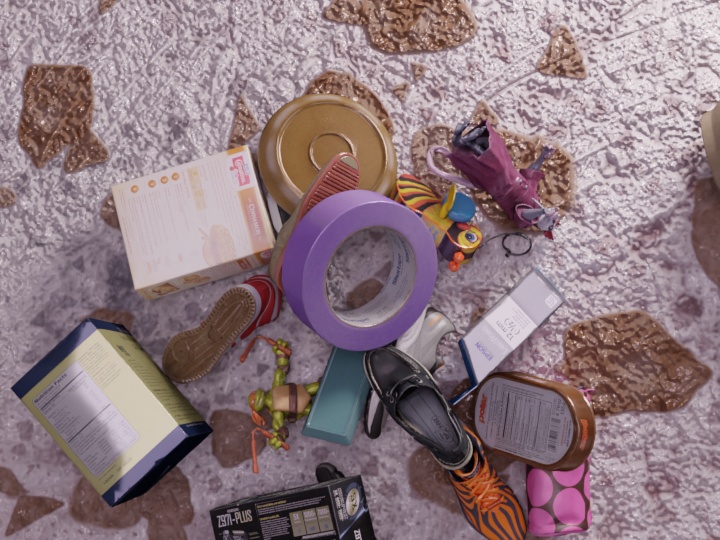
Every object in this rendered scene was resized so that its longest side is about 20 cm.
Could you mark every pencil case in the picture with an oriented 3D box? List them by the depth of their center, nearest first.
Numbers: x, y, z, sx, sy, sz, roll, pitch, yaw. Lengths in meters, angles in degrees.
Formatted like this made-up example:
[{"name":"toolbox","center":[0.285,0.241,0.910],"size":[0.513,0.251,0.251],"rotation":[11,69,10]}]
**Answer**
[{"name":"pencil case","center":[0.268,0.253,1.648],"size":[0.093,0.091,0.202],"rotation":[2,86,-14]}]

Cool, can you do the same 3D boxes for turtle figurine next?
[{"name":"turtle figurine","center":[-0.086,0.186,1.676],"size":[0.160,0.065,0.201],"rotation":[1,58,-4]}]

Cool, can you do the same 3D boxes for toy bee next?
[{"name":"toy bee","center":[0.123,-0.056,1.662],"size":[0.198,0.132,0.109],"rotation":[11,40,18]}]

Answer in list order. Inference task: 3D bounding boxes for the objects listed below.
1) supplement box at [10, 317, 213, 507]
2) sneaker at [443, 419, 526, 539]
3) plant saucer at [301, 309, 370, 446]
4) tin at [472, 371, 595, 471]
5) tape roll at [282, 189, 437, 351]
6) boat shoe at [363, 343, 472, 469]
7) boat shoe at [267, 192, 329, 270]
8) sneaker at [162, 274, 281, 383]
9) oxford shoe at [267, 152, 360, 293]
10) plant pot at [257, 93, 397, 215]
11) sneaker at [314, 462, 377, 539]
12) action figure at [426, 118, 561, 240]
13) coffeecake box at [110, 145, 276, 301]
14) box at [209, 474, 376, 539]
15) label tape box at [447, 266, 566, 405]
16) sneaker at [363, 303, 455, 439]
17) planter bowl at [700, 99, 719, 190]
[{"name":"supplement box","center":[-0.321,0.184,1.625],"size":[0.134,0.200,0.200],"rotation":[-41,85,-2]},{"name":"sneaker","center":[0.152,0.285,1.634],"size":[0.077,0.112,0.201],"rotation":[-36,84,-1]},{"name":"plant saucer","center":[-0.017,0.138,1.655],"size":[0.069,0.019,0.201],"rotation":[11,57,15]},{"name":"tin","center":[0.222,0.195,1.610],"size":[0.042,0.199,0.113],"rotation":[10,90,-38]},{"name":"tape roll","center":[0.000,0.000,1.605],"size":[0.199,0.066,0.202],"rotation":[-9,111,-25]},{"name":"boat shoe","center":[0.070,0.168,1.589],"size":[0.074,0.066,0.200],"rotation":[-34,70,-1]},{"name":"boat shoe","center":[-0.074,-0.023,1.696],"size":[0.060,0.076,0.202],"rotation":[-18,84,7]},{"name":"sneaker","center":[-0.185,0.079,1.703],"size":[0.200,0.112,0.071],"rotation":[-41,85,29]},{"name":"oxford shoe","center":[-0.070,-0.070,1.627],"size":[0.071,0.074,0.201],"rotation":[30,90,-34]},{"name":"plant pot","center":[-0.042,-0.157,1.698],"size":[0.198,0.028,0.202],"rotation":[4,71,-12]},{"name":"sneaker","center":[-0.021,0.357,1.656],"size":[0.079,0.075,0.201],"rotation":[-27,83,2]},{"name":"action figure","center":[0.197,-0.108,1.676],"size":[0.148,0.134,0.200],"rotation":[-30,112,32]},{"name":"coffeecake box","center":[-0.225,-0.065,1.699],"size":[0.198,0.073,0.155],"rotation":[-17,75,2]},{"name":"box","center":[-0.082,0.370,1.613],"size":[0.199,0.086,0.165],"rotation":[-18,83,29]},{"name":"label tape box","center":[0.175,0.090,1.637],"size":[0.200,0.143,0.066],"rotation":[-42,84,-2]},{"name":"sneaker","center":[0.063,0.141,1.675],"size":[0.079,0.074,0.201],"rotation":[27,86,0]},{"name":"planter bowl","center":[0.534,-0.172,1.635],"size":[0.134,0.200,0.202],"rotation":[-16,83,28]}]
